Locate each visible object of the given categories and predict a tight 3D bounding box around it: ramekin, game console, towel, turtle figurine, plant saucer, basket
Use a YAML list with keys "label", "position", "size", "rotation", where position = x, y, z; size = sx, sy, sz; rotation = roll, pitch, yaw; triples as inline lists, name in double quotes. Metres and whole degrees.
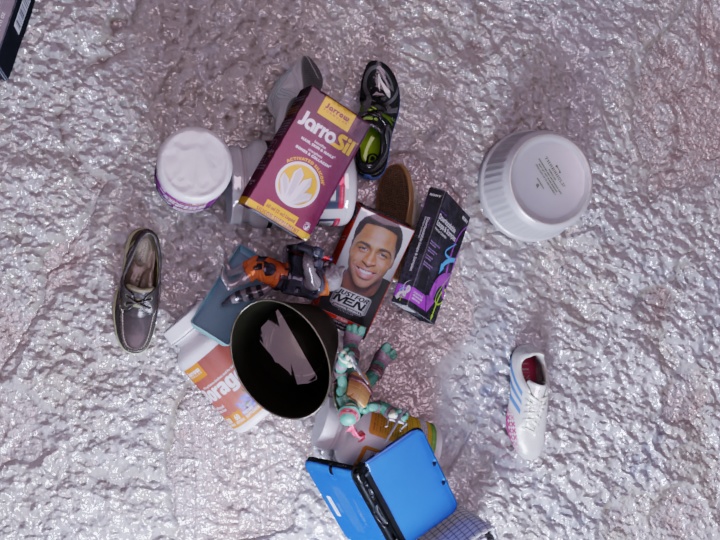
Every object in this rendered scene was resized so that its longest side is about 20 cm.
- label: "ramekin"
  position: [0.313, -0.152, 1.646]
  size: [0.200, 0.094, 0.205]
  rotation: [1, 88, -13]
- label: "game console"
  position: [0.034, 0.346, 1.513]
  size: [0.119, 0.169, 0.201]
  rotation: [-51, 129, -36]
- label: "towel"
  position: [0.129, 0.482, 1.538]
  size: [0.199, 0.165, 0.086]
  rotation: [-35, 102, -12]
- label: "turtle figurine"
  position: [0.001, 0.178, 1.469]
  size: [0.100, 0.201, 0.150]
  rotation: [-29, 116, 24]
- label: "plant saucer"
  position: [-0.202, 0.039, 1.490]
  size: [0.070, 0.019, 0.201]
  rotation: [32, 41, -6]
- label: "basket"
  position: [-0.101, 0.120, 1.436]
  size: [0.135, 0.200, 0.182]
  rotation: [-30, 90, 9]

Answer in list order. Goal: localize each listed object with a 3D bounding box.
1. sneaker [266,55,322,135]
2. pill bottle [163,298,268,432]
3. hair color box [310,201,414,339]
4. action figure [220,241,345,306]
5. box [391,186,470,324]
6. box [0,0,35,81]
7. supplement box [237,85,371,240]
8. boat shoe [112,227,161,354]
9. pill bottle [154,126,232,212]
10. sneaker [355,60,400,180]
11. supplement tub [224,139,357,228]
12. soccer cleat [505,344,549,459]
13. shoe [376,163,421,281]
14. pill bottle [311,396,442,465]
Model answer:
- label: "sneaker"
  position: [-0.112, -0.260, 1.519]
  size: [0.070, 0.080, 0.202]
  rotation: [46, 35, -33]
- label: "pill bottle"
  position: [-0.216, 0.148, 1.493]
  size: [0.112, 0.112, 0.200]
  rotation: [-41, 97, -12]
- label: "hair color box"
  position: [0.000, 0.000, 1.551]
  size: [0.101, 0.061, 0.202]
  rotation: [22, 99, -11]
- label: "action figure"
  position: [-0.121, 0.008, 1.482]
  size: [0.191, 0.200, 0.106]
  rotation: [3, 89, -7]
- label: "box"
  position: [0.121, -0.022, 1.574]
  size: [0.036, 0.143, 0.202]
  rotation: [14, 82, 26]
- label: "box"
  position: [-0.604, -0.422, 1.417]
  size: [0.195, 0.124, 0.202]
  rotation: [17, 84, -11]
- label: "supplement box"
  position: [-0.084, -0.159, 1.403]
  size: [0.110, 0.086, 0.201]
  rotation: [30, 87, -16]
- label: "boat shoe"
  position: [-0.352, 0.032, 1.487]
  size: [0.072, 0.065, 0.203]
  rotation: [3, 88, -15]
- label: "pill bottle"
  position: [-0.260, -0.148, 1.449]
  size: [0.111, 0.200, 0.114]
  rotation: [1, 87, -13]
- label: "sneaker"
  position: [0.027, -0.254, 1.581]
  size: [0.070, 0.083, 0.202]
  rotation: [6, 85, 6]
- label: "supplement tub"
  position: [-0.114, -0.139, 1.515]
  size: [0.198, 0.140, 0.142]
  rotation: [-2, 88, -14]
- label: "soccer cleat"
  position: [0.292, 0.229, 1.628]
  size: [0.069, 0.086, 0.203]
  rotation: [-3, 89, -14]
- label: "shoe"
  position: [0.069, -0.080, 1.608]
  size: [0.069, 0.053, 0.203]
  rotation: [-5, 85, 28]
- label: "pill bottle"
  position: [0.025, 0.278, 1.547]
  size: [0.198, 0.111, 0.112]
  rotation: [21, 83, -12]
